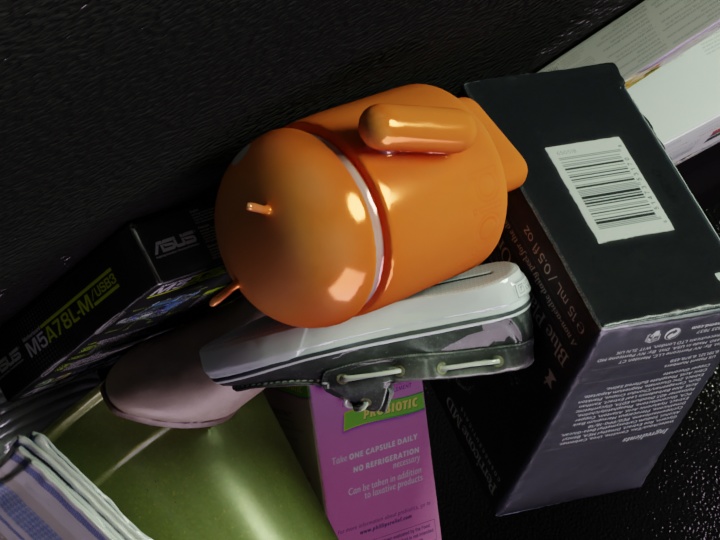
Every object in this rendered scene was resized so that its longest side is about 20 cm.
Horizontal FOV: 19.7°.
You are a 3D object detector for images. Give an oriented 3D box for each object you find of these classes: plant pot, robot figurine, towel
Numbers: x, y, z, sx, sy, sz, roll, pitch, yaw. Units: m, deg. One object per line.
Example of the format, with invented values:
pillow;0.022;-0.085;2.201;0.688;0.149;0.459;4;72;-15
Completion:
plant pot;-0.106;0.164;1.396;0.200;0.190;0.200;-36;171;-7
robot figurine;0.002;-0.038;1.159;0.200;0.117;0.144;-22;-166;-38
towel;-0.195;0.183;1.347;0.024;0.147;0.200;-47;-176;-33

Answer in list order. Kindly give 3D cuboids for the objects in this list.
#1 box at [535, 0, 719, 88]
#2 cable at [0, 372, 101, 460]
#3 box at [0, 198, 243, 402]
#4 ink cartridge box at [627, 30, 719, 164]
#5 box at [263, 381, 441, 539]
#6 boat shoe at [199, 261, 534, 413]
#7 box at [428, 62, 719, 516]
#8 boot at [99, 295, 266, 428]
box;0.196;-0.157;1.348;0.200;0.042;0.039;-34;172;33
cable;-0.264;0.113;1.410;0.199;0.069;0.200;-28;173;-3
box;-0.113;0.005;1.316;0.200;0.048;0.193;-20;167;-44
ink cartridge box;0.217;-0.123;1.498;0.199;0.084;0.176;-28;173;1
box;-0.036;0.115;1.510;0.096;0.201;0.176;-15;-168;-31
boat shoe;0.006;0.051;1.209;0.199;0.071;0.072;-12;-169;10
box;0.122;0.013;1.296;0.117;0.197;0.200;-9;145;-25
boot;-0.052;0.025;1.291;0.199;0.070;0.146;-16;157;-42
